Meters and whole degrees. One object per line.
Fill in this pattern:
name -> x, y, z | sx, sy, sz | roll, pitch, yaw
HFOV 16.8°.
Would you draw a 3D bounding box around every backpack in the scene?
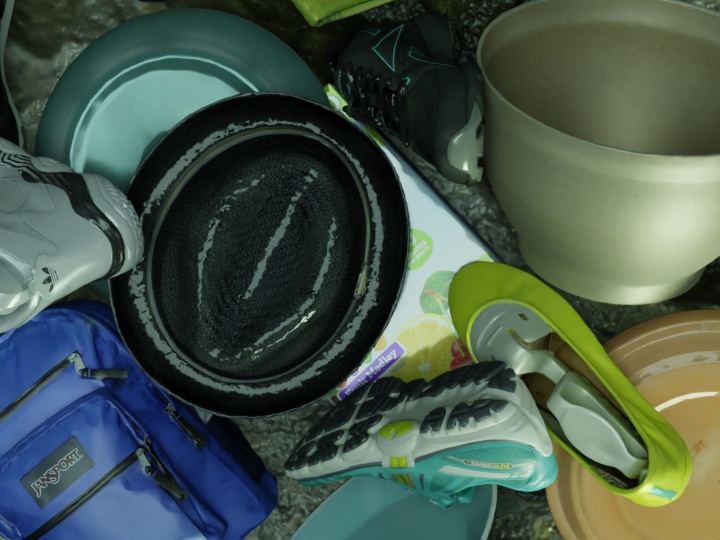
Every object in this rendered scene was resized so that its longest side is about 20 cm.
backpack -> -0.166, 0.116, 1.526 | 0.162, 0.168, 0.200 | -39, 89, 0

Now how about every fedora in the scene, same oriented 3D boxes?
fedora -> -0.061, -0.007, 1.448 | 0.200, 0.092, 0.201 | 0, 93, -3

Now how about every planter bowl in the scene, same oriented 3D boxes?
planter bowl -> 0.161, -0.066, 1.484 | 0.200, 0.200, 0.135 | 9, 124, 3

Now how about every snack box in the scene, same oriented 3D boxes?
snack box -> 0.000, 0.000, 1.555 | 0.142, 0.053, 0.200 | -43, 90, 6

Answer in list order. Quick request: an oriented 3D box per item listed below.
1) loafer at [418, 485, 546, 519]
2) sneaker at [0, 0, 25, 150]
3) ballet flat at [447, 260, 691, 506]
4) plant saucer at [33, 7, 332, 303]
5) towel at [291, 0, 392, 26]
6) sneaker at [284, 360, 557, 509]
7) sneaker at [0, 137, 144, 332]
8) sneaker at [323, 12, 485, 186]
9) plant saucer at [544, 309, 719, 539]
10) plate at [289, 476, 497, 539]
loafer -> 0.123, 0.107, 1.554 | 0.200, 0.063, 0.072 | -27, 96, 6
sneaker -> -0.259, -0.122, 1.543 | 0.075, 0.088, 0.201 | -1, 97, 4
ballet flat -> 0.118, 0.065, 1.459 | 0.200, 0.067, 0.067 | 45, 112, 21
plant saucer -> -0.111, -0.065, 1.519 | 0.199, 0.036, 0.201 | 0, 93, 7
towel -> -0.027, -0.254, 1.494 | 0.143, 0.023, 0.200 | -24, 82, -32
sneaker -> 0.033, 0.114, 1.474 | 0.200, 0.078, 0.080 | -10, 122, 44
sneaker -> -0.232, -0.021, 1.460 | 0.200, 0.115, 0.075 | 15, 127, 42
sneaker -> 0.028, -0.100, 1.463 | 0.079, 0.200, 0.076 | -3, 111, -9
plant saucer -> 0.213, 0.122, 1.514 | 0.200, 0.032, 0.201 | 0, 113, -1
plate -> 0.011, 0.190, 1.513 | 0.200, 0.200, 0.026 | -40, 115, 7
